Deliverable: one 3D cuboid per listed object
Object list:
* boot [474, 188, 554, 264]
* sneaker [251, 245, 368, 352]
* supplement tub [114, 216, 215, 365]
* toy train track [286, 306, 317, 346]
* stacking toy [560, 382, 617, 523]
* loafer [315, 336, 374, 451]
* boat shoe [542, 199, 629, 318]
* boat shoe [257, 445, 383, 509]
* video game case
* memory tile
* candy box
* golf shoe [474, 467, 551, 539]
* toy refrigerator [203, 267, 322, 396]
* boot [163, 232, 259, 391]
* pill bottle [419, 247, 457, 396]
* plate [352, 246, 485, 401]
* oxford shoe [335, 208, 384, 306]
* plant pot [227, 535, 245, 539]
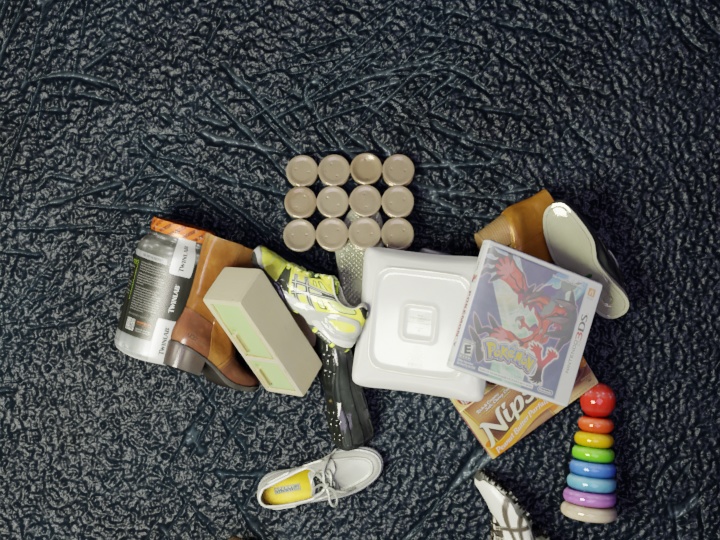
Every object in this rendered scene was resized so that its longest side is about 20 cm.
[{"bbox_3d":[0.268,-0.006,1.563,0.142,0.071,0.204,-27,103,-10],"label":"boot"},{"bbox_3d":[-0.072,0.027,1.506,0.199,0.075,0.077,41,98,5],"label":"sneaker"},{"bbox_3d":[-0.283,0.030,1.540,0.120,0.123,0.204,15,93,0],"label":"supplement tub"},{"bbox_3d":[-0.132,0.076,1.589,0.197,0.033,0.116,-24,99,7],"label":"toy train track"},{"bbox_3d":[0.351,0.270,1.569,0.084,0.085,0.204,6,89,0],"label":"stacking toy"},{"bbox_3d":[-0.021,0.169,1.571,0.069,0.068,0.204,-15,101,-29],"label":"loafer"},{"bbox_3d":[0.332,-0.023,1.542,0.071,0.068,0.201,-25,110,33],"label":"boat shoe"},{"bbox_3d":[-0.062,0.316,1.569,0.198,0.086,0.076,-12,92,1],"label":"boat shoe"},{"bbox_3d":[0.232,0.075,1.461,0.197,0.023,0.185,19,85,-20],"label":"video game case"},{"bbox_3d":[-0.017,-0.102,1.564,0.196,0.017,0.156,0,74,2],"label":"memory tile"},{"bbox_3d":[0.243,0.175,1.553,0.199,0.055,0.116,-35,121,2],"label":"candy box"},{"bbox_3d":[0.222,0.395,1.575,0.094,0.078,0.201,-38,91,2],"label":"golf shoe"},{"bbox_3d":[-0.138,0.091,1.493,0.070,0.075,0.201,-58,135,-32],"label":"toy refrigerator"},{"bbox_3d":[-0.191,0.065,1.534,0.187,0.068,0.203,27,76,-40],"label":"boot"},{"bbox_3d":[0.116,0.077,1.544,0.110,0.112,0.204,14,93,0],"label":"pill bottle"},{"bbox_3d":[0.086,0.074,1.479,0.196,0.032,0.204,6,90,16],"label":"plate"},{"bbox_3d":[0.000,0.000,1.573,0.074,0.058,0.204,0,78,6],"label":"oxford shoe"},{"bbox_3d":[-0.150,0.499,1.546,0.200,0.187,0.188,41,92,13],"label":"plant pot"}]
